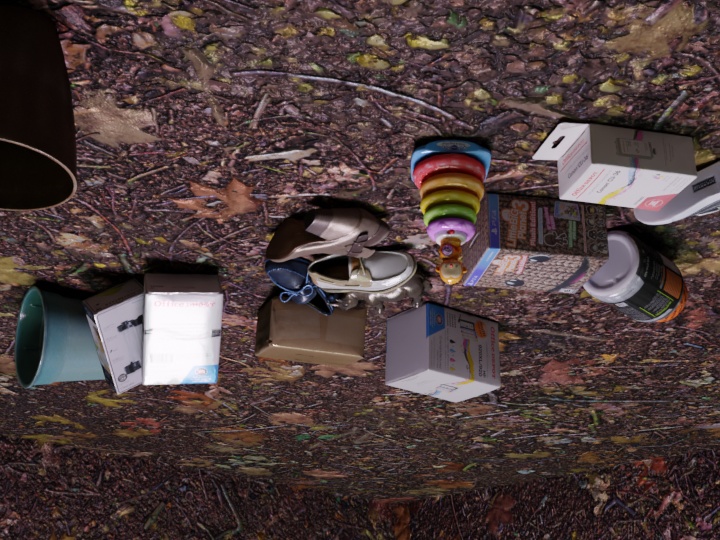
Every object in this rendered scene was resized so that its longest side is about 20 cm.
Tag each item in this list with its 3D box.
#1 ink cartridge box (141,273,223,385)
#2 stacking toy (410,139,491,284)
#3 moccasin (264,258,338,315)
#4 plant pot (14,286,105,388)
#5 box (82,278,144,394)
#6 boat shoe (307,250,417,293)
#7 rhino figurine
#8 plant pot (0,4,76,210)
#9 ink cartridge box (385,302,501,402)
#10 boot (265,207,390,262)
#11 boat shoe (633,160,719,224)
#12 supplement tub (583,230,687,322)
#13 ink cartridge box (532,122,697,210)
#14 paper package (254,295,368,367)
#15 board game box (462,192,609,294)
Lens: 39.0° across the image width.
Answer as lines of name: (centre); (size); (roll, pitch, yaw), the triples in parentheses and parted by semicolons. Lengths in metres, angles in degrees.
ink cartridge box: (-0.341, 0.111, 1.932); (0.144, 0.084, 0.201); (1, 117, -15)
stacking toy: (0.127, -0.076, 1.452); (0.115, 0.201, 0.110); (2, 158, 1)
moccasin: (-0.100, 0.030, 1.895); (0.080, 0.069, 0.200); (-16, 152, 36)
plant pot: (-0.573, 0.141, 2.055); (0.195, 0.202, 0.200); (7, 158, -33)
box: (-0.456, 0.128, 1.980); (0.116, 0.060, 0.201); (-27, 130, -25)
boat shoe: (0.000, 0.000, 1.808); (0.199, 0.075, 0.068); (-11, 157, 24)
rhino figurine: (0.031, 0.039, 1.898); (0.199, 0.060, 0.088); (-11, 149, 11)
plant pot: (-0.413, -0.200, 1.189); (0.185, 0.201, 0.187); (2, 158, 1)
ink cartridge box: (0.172, 0.173, 2.118); (0.199, 0.148, 0.144); (17, 153, -33)
boot: (-0.051, -0.049, 1.704); (0.145, 0.071, 0.200); (13, 155, -31)
boat shoe: (0.508, -0.113, 1.517); (0.199, 0.072, 0.068); (-27, 144, 37)
supplement tub: (0.476, 0.017, 1.754); (0.122, 0.123, 0.199); (-17, 150, 38)
ink cartridge box: (0.355, -0.146, 1.440); (0.199, 0.068, 0.117); (6, 157, -11)
paper package: (-0.103, 0.125, 2.052); (0.199, 0.104, 0.191); (8, 167, -15)
board game box: (0.281, -0.041, 1.660); (0.198, 0.098, 0.160); (4, 157, -7)
